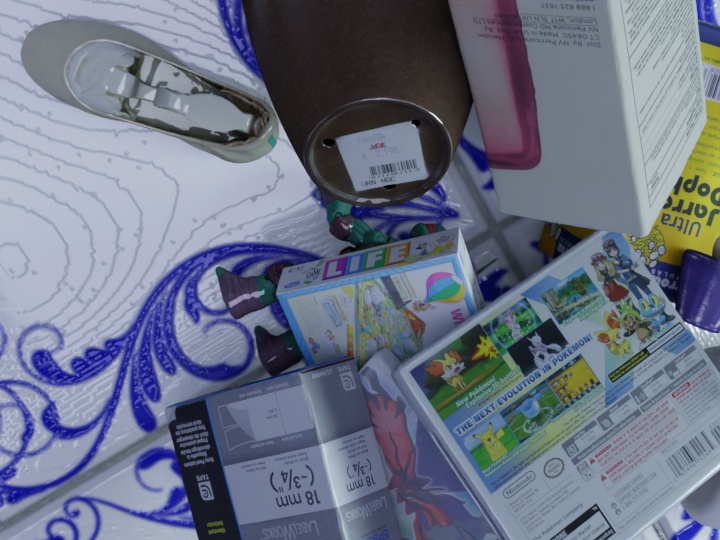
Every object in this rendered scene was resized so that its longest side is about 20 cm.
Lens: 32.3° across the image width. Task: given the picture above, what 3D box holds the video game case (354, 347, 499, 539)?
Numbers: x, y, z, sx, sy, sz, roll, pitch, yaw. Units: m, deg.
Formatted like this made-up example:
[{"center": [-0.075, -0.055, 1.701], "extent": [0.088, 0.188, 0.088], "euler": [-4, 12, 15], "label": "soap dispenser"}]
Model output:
[{"center": [0.031, 0.186, 0.896], "extent": [0.200, 0.023, 0.182], "euler": [47, 122, 12], "label": "video game case"}]

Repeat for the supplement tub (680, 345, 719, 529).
[{"center": [0.362, 0.138, 0.995], "extent": [0.198, 0.144, 0.146], "euler": [5, 102, -9], "label": "supplement tub"}]

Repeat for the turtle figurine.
[{"center": [0.000, 0.000, 0.945], "extent": [0.199, 0.101, 0.151], "euler": [-25, 104, 5], "label": "turtle figurine"}]

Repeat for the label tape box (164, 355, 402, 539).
[{"center": [-0.048, 0.176, 0.884], "extent": [0.144, 0.063, 0.202], "euler": [-18, 86, 39], "label": "label tape box"}]

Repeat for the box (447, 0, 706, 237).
[{"center": [0.139, -0.142, 0.778], "extent": [0.128, 0.108, 0.201], "euler": [-54, 141, -35], "label": "box"}]

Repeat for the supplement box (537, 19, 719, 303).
[{"center": [0.224, -0.088, 0.944], "extent": [0.109, 0.109, 0.202], "euler": [13, 100, -11], "label": "supplement box"}]

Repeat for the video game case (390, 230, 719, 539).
[{"center": [0.149, 0.091, 0.845], "extent": [0.199, 0.022, 0.183], "euler": [-32, 84, -19], "label": "video game case"}]

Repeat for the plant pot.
[{"center": [0.008, -0.146, 0.820], "extent": [0.185, 0.201, 0.188], "euler": [-2, 140, -2], "label": "plant pot"}]

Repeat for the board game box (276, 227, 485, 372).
[{"center": [0.036, 0.073, 0.910], "extent": [0.133, 0.034, 0.201], "euler": [-12, 121, 15], "label": "board game box"}]

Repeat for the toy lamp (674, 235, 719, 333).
[{"center": [0.274, -0.054, 0.874], "extent": [0.058, 0.058, 0.201], "euler": [16, 99, -11], "label": "toy lamp"}]

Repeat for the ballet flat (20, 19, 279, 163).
[{"center": [-0.152, -0.132, 0.908], "extent": [0.199, 0.069, 0.070], "euler": [18, 100, -11], "label": "ballet flat"}]
